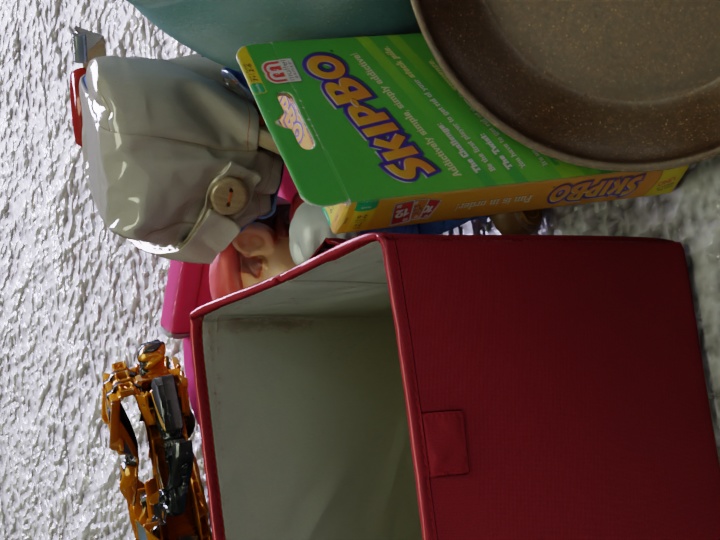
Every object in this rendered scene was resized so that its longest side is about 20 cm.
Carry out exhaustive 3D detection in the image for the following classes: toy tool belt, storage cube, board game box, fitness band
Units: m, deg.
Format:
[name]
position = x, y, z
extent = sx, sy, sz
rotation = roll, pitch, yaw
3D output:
[toy tool belt]
position = -0.088, -0.075, 0.892
extent = 0.200, 0.122, 0.126
rotation = -132, 39, -68
[storage cube]
position = 0.045, 0.085, 0.763
extent = 0.170, 0.179, 0.202
rotation = -22, 72, 53
[board game box]
position = 0.046, -0.067, 0.742
extent = 0.096, 0.198, 0.030
rotation = 64, 145, 31
[fitness band]
position = -0.076, 0.018, 1.059
extent = 0.143, 0.037, 0.202
rotation = 36, 120, 49

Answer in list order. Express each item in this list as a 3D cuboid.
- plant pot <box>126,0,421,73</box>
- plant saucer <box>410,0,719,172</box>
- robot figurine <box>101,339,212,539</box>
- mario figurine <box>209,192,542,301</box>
[plant pot]
position = -0.016, -0.168, 0.802
extent = 0.199, 0.134, 0.201
rotation = -31, 33, 23
[plant saucer]
position = 0.117, -0.145, 0.706
extent = 0.198, 0.037, 0.202
rotation = 3, 103, 13
[robot figurine]
position = -0.131, 0.145, 1.073
extent = 0.145, 0.058, 0.202
rotation = -143, 44, -74
[mario figurine]
position = 0.000, 0.000, 0.875
extent = 0.199, 0.124, 0.106
rotation = -24, 29, 39
